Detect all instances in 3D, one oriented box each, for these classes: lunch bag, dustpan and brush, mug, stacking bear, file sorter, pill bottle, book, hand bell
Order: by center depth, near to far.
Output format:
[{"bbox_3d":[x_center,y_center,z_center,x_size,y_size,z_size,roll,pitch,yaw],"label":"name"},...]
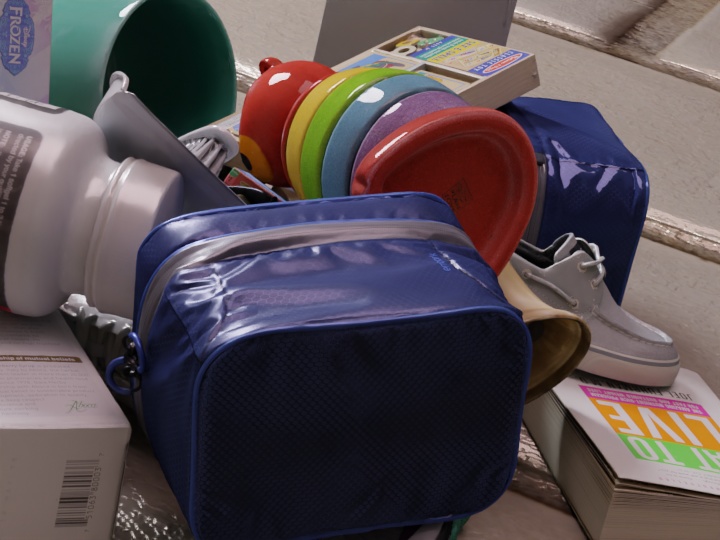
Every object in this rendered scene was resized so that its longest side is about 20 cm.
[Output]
[{"bbox_3d":[-0.027,0.045,1.004,0.199,0.137,0.133,-4,33,-19],"label":"lunch bag"},{"bbox_3d":[-0.199,-0.040,1.060,0.199,0.111,0.111,16,22,5],"label":"pill bottle"},{"bbox_3d":[-0.111,-0.057,1.146,0.140,0.057,0.200,44,-26,-18],"label":"dustpan and brush"},{"bbox_3d":[0.000,-0.068,1.171,0.114,0.122,0.200,-39,38,-18],"label":"stacking bear"},{"bbox_3d":[0.051,-0.019,1.219,0.104,0.104,0.201,-3,53,-34],"label":"hand bell"},{"bbox_3d":[0.180,0.109,1.234,0.133,0.048,0.200,8,20,-16],"label":"book"},{"bbox_3d":[0.104,-0.048,1.410,0.131,0.137,0.200,8,21,-14],"label":"lunch bag"},{"bbox_3d":[-0.174,-0.116,1.442,0.114,0.186,0.152,10,37,33],"label":"mug"},{"bbox_3d":[0.033,-0.153,1.559,0.138,0.201,0.125,13,18,-1],"label":"file sorter"}]

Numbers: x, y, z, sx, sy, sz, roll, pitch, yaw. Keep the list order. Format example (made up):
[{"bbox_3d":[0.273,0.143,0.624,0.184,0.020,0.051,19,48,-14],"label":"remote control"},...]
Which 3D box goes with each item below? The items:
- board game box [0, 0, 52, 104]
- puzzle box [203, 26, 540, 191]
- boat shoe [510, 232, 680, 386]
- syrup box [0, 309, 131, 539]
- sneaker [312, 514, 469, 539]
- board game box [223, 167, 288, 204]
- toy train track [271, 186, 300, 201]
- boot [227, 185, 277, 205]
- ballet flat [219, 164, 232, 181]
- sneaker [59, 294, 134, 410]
[{"bbox_3d":[-0.231,-0.110,1.215,0.041,0.202,0.199,2,-1,-23],"label":"board game box"},{"bbox_3d":[0.007,-0.111,1.373,0.199,0.026,0.133,-29,30,-29],"label":"puzzle box"},{"bbox_3d":[0.121,0.010,1.277,0.200,0.072,0.070,24,15,-5],"label":"boat shoe"},{"bbox_3d":[-0.193,0.067,1.064,0.081,0.079,0.200,1,25,-26],"label":"syrup box"},{"bbox_3d":[0.017,0.113,1.090,0.087,0.075,0.200,12,23,9],"label":"sneaker"},{"bbox_3d":[0.000,0.000,1.283,0.199,0.020,0.103,35,0,1],"label":"board game box"},{"bbox_3d":[-0.019,0.002,1.386,0.114,0.033,0.200,8,28,-32],"label":"toy train track"},{"bbox_3d":[-0.061,-0.001,1.187,0.199,0.098,0.075,0,16,41],"label":"boot"},{"bbox_3d":[-0.107,-0.066,1.412,0.057,0.066,0.200,57,39,-8],"label":"ballet flat"},{"bbox_3d":[-0.137,0.047,1.141,0.080,0.071,0.200,10,10,-41],"label":"sneaker"}]
